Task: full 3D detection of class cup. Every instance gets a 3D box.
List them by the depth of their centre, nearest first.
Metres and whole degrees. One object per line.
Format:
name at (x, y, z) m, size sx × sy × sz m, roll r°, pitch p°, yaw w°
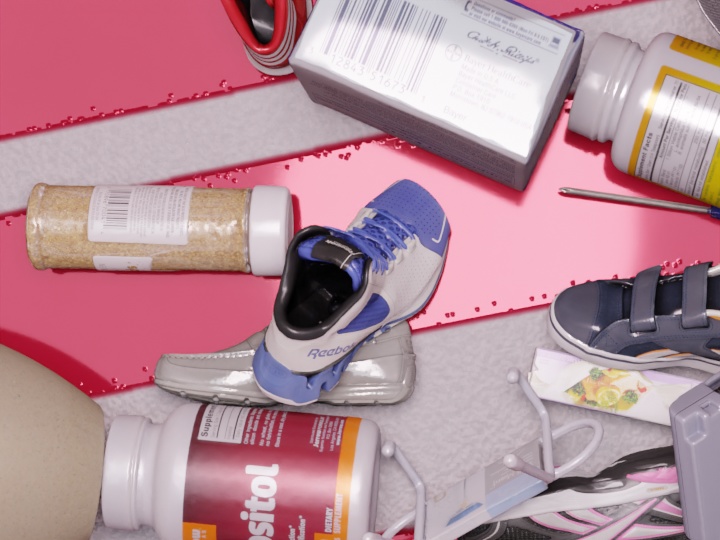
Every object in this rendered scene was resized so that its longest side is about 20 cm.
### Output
cup at (-0.266, 0.145, 1.618) m, size 0.142 × 0.200 × 0.202 m, roll 7°, pitch 88°, yaw -13°

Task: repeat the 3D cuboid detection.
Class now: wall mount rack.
wall mount rack at (0.074, 0.150, 1.569) m, size 0.199 × 0.174 × 0.075 m, roll -31°, pitch 107°, yaw 14°

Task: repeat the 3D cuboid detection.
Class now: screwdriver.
screwdriver at (0.250, -0.051, 1.662) m, size 0.198 × 0.028 × 0.029 m, roll 12°, pitch 58°, yaw 5°

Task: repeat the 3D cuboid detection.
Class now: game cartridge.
game cartridge at (0.308, 0.112, 1.586) m, size 0.199 × 0.040 × 0.134 m, roll -27°, pitch 122°, yaw -24°

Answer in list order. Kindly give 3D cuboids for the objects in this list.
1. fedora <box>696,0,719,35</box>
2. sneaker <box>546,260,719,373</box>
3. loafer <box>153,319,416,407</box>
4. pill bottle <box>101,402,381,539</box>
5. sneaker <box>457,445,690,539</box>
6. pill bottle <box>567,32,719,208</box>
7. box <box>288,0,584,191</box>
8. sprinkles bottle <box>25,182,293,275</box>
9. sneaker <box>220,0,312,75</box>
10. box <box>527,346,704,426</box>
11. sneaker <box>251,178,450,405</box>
fedora at (0.329, -0.229, 1.631) m, size 0.177 × 0.090 × 0.200 m, roll 42°, pitch 82°, yaw 2°
sneaker at (0.240, 0.030, 1.623) m, size 0.198 × 0.080 × 0.079 m, roll 8°, pitch 50°, yaw -1°
loafer at (-0.057, 0.067, 1.659) m, size 0.198 × 0.070 × 0.071 m, roll 0°, pitch 82°, yaw -4°
pill bottle at (-0.087, 0.159, 1.631) m, size 0.198 × 0.113 × 0.114 m, roll 4°, pitch 88°, yaw 5°
sneaker at (0.169, 0.193, 1.633) m, size 0.198 × 0.080 × 0.087 m, roll -10°, pitch 98°, yaw 9°
pill bottle at (0.258, -0.107, 1.617) m, size 0.198 × 0.109 × 0.110 m, roll 21°, pitch 89°, yaw 11°
box at (0.058, -0.147, 1.591) m, size 0.183 × 0.200 × 0.106 m, roll 24°, pitch 88°, yaw 4°
sprinkles bottle at (-0.151, -0.032, 1.666) m, size 0.198 × 0.068 × 0.069 m, roll 1°, pitch 87°, yaw 4°
sneaker at (-0.072, -0.254, 1.647) m, size 0.078 × 0.116 × 0.202 m, roll -12°, pitch 87°, yaw 3°
box at (0.223, 0.096, 1.649) m, size 0.198 × 0.041 × 0.039 m, roll 12°, pitch 89°, yaw 3°
sneaker at (-0.001, 0.000, 1.596) m, size 0.080 × 0.116 × 0.200 m, roll 34°, pitch 60°, yaw 14°
